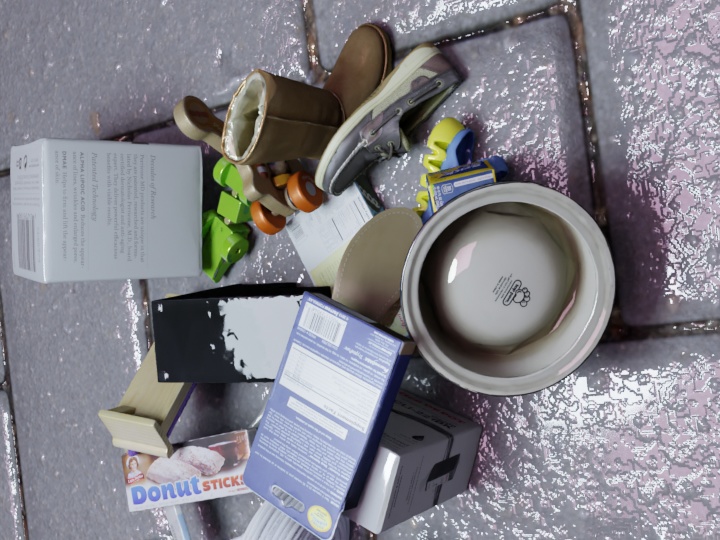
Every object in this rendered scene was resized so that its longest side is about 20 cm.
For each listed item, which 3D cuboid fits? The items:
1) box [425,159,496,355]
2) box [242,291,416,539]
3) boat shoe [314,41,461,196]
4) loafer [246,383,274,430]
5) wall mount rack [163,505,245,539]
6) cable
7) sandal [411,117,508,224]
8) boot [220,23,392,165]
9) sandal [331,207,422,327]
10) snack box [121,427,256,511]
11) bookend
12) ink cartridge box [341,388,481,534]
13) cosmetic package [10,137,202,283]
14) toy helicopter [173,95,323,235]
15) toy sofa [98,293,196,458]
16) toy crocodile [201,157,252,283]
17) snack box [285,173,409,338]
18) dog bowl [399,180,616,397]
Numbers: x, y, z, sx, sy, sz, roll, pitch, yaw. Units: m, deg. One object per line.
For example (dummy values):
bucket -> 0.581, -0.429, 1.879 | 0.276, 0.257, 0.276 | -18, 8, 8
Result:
box -> 0.119, -0.003, 0.921 | 0.069, 0.064, 0.204 | -12, 104, 4
box -> -0.034, 0.136, 0.860 | 0.120, 0.032, 0.203 | 25, 98, 30
boat shoe -> 0.031, -0.156, 0.997 | 0.066, 0.072, 0.201 | 42, 96, 18
loafer -> -0.093, 0.198, 1.106 | 0.069, 0.075, 0.202 | 37, 114, 26
wall mount rack -> -0.202, 0.296, 1.151 | 0.203, 0.074, 0.174 | 68, 153, 11
cable -> -0.081, 0.340, 1.033 | 0.068, 0.200, 0.203 | 17, 121, 25
sandal -> 0.101, -0.056, 0.971 | 0.086, 0.079, 0.204 | 18, 103, 26
boot -> -0.052, -0.194, 0.986 | 0.065, 0.199, 0.178 | 23, 104, 29
sandal -> 0.005, 0.038, 0.955 | 0.076, 0.070, 0.215 | 21, 80, 6
snack box -> -0.205, 0.243, 1.104 | 0.197, 0.024, 0.073 | -16, 82, 26
bookend -> -0.105, 0.066, 1.056 | 0.195, 0.200, 0.094 | -3, 94, 20
ink cartridge box -> 0.021, 0.188, 0.961 | 0.143, 0.199, 0.085 | 21, 99, 30
cosmetic package -> -0.320, -0.074, 1.141 | 0.164, 0.197, 0.169 | 6, 97, 55
toy helicopter -> -0.129, -0.141, 1.035 | 0.078, 0.199, 0.134 | -27, 48, 31
toy sofa -> -0.233, 0.135, 1.134 | 0.081, 0.202, 0.099 | 6, 139, 20
toy crocodile -> -0.156, -0.076, 1.148 | 0.067, 0.061, 0.203 | 35, 115, 27
snack box -> 0.000, 0.000, 1.058 | 0.116, 0.037, 0.202 | -36, 73, 29
dog bowl -> 0.133, 0.011, 0.854 | 0.196, 0.074, 0.204 | 0, 104, -1
